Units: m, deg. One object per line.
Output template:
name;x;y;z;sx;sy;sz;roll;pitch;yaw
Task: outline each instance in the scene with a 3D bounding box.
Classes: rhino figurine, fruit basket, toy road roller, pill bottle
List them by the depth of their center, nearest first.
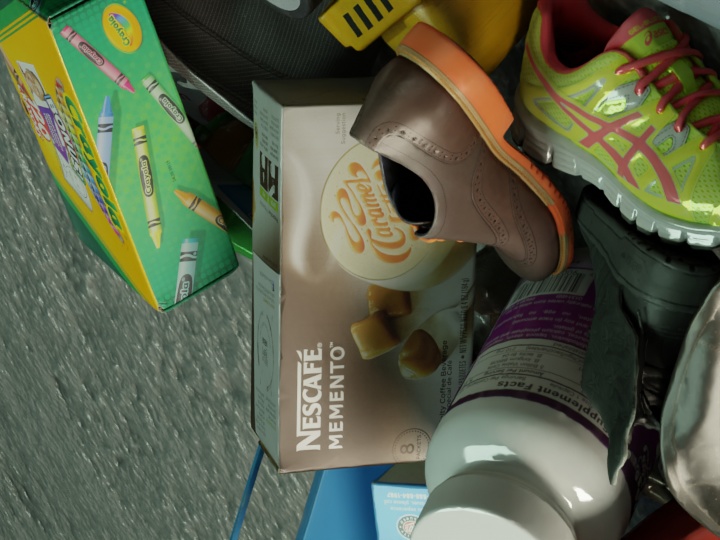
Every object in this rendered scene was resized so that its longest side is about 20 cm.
toy road roller;0.039;-0.170;1.083;0.146;0.123;0.200;44;159;-8
pill bottle;0.100;0.088;1.138;0.111;0.200;0.113;16;134;17
rhino figurine;0.126;0.064;1.282;0.200;0.060;0.087;52;159;5
fruit basket;-0.055;-0.076;1.353;0.094;0.185;0.200;-54;55;21

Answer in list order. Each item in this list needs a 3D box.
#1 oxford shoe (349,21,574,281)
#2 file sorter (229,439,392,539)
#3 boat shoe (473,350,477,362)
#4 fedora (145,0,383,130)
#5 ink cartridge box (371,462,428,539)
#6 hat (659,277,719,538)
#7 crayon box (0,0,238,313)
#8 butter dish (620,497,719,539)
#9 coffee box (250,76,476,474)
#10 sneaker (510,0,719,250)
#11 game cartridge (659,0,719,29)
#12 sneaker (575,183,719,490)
oxford shoe;0.049;-0.042;1.091;0.071;0.073;0.200;37;171;39
file sorter;0.030;0.173;1.398;0.199;0.140;0.123;18;178;-25
boat shoe;0.050;0.077;1.351;0.074;0.062;0.200;56;-178;12
fedora;-0.051;-0.151;1.266;0.200;0.176;0.091;41;109;25
ink cartridge box;0.080;0.211;1.285;0.115;0.068;0.202;1;105;25
hat;0.227;0.042;0.989;0.081;0.199;0.202;-85;-25;-64
crayon box;-0.146;-0.088;1.240;0.119;0.058;0.201;37;151;51
butter dish;0.201;0.181;1.146;0.201;0.198;0.148;63;172;-26
coffee box;0.000;0.000;1.185;0.080;0.113;0.202;-137;47;-69
sneaker;0.145;-0.077;1.046;0.199;0.078;0.091;28;133;40
game cartridge;0.127;-0.207;0.962;0.133;0.041;0.201;30;145;39
sneaker;0.136;0.027;1.081;0.200;0.059;0.105;-106;27;-74
